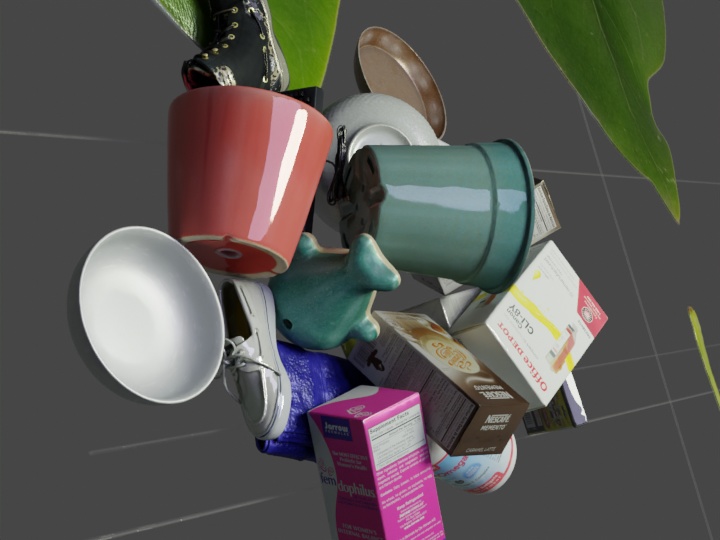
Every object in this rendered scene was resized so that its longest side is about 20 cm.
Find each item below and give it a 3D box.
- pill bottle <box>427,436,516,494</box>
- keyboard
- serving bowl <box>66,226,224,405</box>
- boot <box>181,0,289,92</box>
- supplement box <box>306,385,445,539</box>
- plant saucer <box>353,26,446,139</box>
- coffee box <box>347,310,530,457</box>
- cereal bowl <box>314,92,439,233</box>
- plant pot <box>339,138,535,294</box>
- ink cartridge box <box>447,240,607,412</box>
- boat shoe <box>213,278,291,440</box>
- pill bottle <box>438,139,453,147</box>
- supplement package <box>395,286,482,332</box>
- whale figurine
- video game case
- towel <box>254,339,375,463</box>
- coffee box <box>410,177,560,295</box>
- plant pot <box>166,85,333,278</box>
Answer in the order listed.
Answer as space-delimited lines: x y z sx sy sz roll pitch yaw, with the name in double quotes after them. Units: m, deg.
0.110 0.222 1.696 0.200 0.109 0.109 29 51 -39 "pill bottle"
-0.070 -0.140 1.618 0.021 0.127 0.200 29 61 -61 "keyboard"
-0.242 0.055 1.383 0.200 0.066 0.200 25 54 -41 "serving bowl"
-0.176 -0.299 1.629 0.154 0.073 0.204 -41 112 -53 "boot"
0.020 0.249 1.524 0.103 0.101 0.200 -20 105 -42 "supplement box"
0.054 -0.274 1.924 0.200 0.034 0.200 34 41 -36 "plant saucer"
0.096 0.138 1.576 0.114 0.080 0.200 5 29 -50 "coffee box"
0.020 -0.143 1.704 0.200 0.083 0.200 1 87 -13 "cereal bowl"
0.087 -0.076 1.595 0.196 0.200 0.200 4 66 -20 "plant pot"
0.225 0.078 1.705 0.145 0.083 0.200 53 50 -11 "ink cartridge box"
-0.138 0.098 1.483 0.086 0.075 0.202 18 56 -45 "boat shoe"
0.099 -0.137 1.860 0.200 0.113 0.113 20 57 -45 "pill bottle"
0.139 0.095 1.785 0.200 0.120 0.121 -12 82 -52 "supplement package"
-0.038 0.028 1.532 0.104 0.200 0.159 -39 96 -38 "whale figurine"
0.260 0.140 1.879 0.025 0.181 0.200 -16 84 -17 "video game case"
-0.048 0.167 1.579 0.200 0.050 0.148 20 58 -45 "towel"
0.165 -0.056 1.792 0.200 0.113 0.080 -30 111 -13 "coffee box"
-0.141 -0.096 1.494 0.200 0.200 0.177 26 64 -42 "plant pot"
